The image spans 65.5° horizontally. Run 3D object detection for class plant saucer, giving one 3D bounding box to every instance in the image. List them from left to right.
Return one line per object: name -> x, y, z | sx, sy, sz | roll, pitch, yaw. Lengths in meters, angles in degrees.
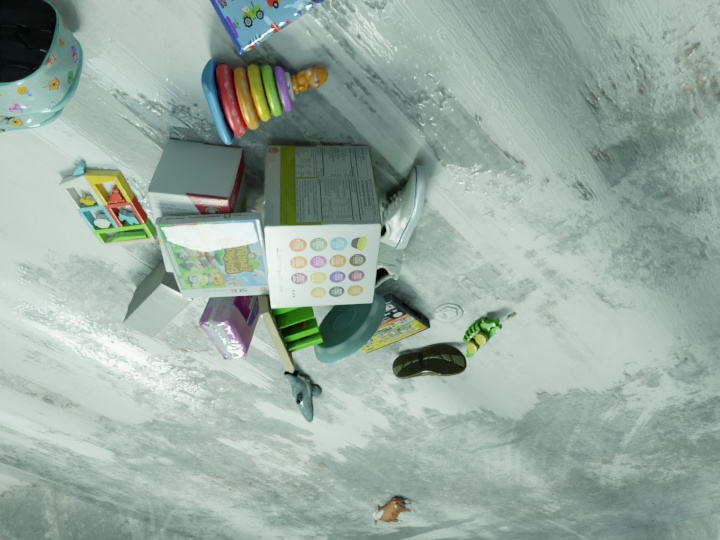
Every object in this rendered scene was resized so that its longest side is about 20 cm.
plant saucer -> -0.031, 0.116, 1.235 | 0.196, 0.203, 0.028 | -26, 118, 29

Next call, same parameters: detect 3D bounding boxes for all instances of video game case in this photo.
video game case -> -0.257, -0.022, 1.015 | 0.175, 0.023, 0.203 | -3, 139, -3
video game case -> 0.042, 0.131, 1.344 | 0.196, 0.026, 0.180 | -25, 142, 27

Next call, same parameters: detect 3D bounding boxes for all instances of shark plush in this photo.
shark plush -> -0.161, 0.341, 1.566 | 0.087, 0.085, 0.204 | 0, 137, 4

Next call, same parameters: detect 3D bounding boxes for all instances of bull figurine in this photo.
bull figurine -> 0.129, 0.958, 2.224 | 0.118, 0.067, 0.201 | 14, 139, -17

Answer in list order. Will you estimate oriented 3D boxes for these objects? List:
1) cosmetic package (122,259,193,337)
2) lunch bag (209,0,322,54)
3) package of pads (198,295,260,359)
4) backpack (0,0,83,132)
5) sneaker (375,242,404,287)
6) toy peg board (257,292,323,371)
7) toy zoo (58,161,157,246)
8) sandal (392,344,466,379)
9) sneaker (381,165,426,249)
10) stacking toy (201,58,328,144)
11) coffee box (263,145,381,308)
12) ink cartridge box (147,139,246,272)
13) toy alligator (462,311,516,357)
cosmetic package -> -0.447, 0.054, 1.264 | 0.089, 0.109, 0.199 | 30, 133, -27
lunch bag -> -0.149, -0.431, 0.752 | 0.147, 0.095, 0.202 | -20, 120, 25
package of pads -> -0.267, 0.073, 1.201 | 0.073, 0.204, 0.123 | -4, 135, 15
backpack -> -0.517, -0.307, 0.834 | 0.193, 0.181, 0.154 | -5, 154, 8
sneaker -> 0.000, 0.000, 1.187 | 0.195, 0.089, 0.075 | -20, 135, 25
toy peg board -> -0.152, 0.066, 1.203 | 0.095, 0.203, 0.203 | -15, 137, -2
toy zoo -> -0.512, -0.132, 1.131 | 0.126, 0.021, 0.203 | -5, 137, 9
sandal -> 0.179, 0.245, 1.447 | 0.194, 0.084, 0.055 | -16, 152, 18
sneaker -> 0.075, -0.115, 1.068 | 0.068, 0.075, 0.203 | 7, 138, -9
stacking toy -> -0.145, -0.287, 0.895 | 0.193, 0.118, 0.112 | -15, 132, -1
coffee box -> -0.071, -0.079, 1.008 | 0.190, 0.204, 0.203 | -2, 139, -7
ink cartridge box -> -0.293, -0.110, 1.046 | 0.140, 0.148, 0.203 | 4, 139, -3
toy alligator -> 0.297, 0.140, 1.344 | 0.054, 0.059, 0.201 | 47, 135, 13
